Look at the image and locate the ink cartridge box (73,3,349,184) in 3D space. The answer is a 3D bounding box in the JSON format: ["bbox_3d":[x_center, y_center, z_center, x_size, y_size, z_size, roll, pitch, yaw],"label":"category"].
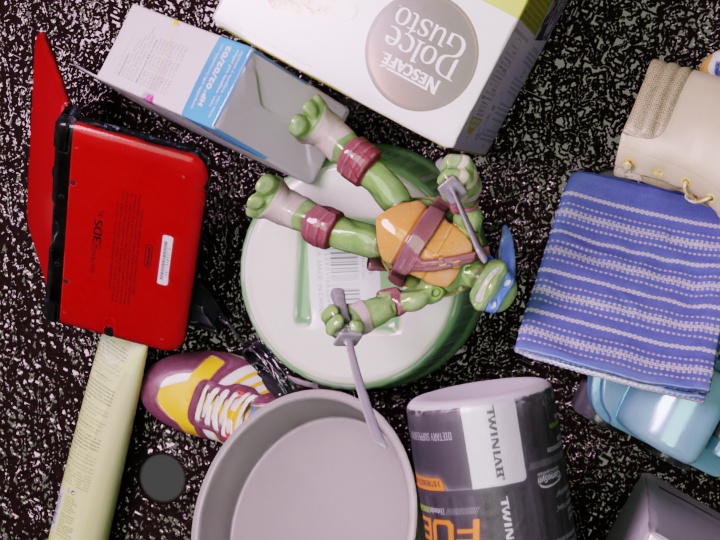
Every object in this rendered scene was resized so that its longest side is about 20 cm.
[{"bbox_3d":[-0.119,-0.142,1.159,0.199,0.115,0.068,26,89,44],"label":"ink cartridge box"}]

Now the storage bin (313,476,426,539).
[{"bbox_3d":[0.074,0.221,1.173,0.199,0.134,0.146,-32,87,12],"label":"storage bin"}]

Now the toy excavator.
[{"bbox_3d":[0.264,0.116,1.099,0.193,0.200,0.101,27,98,-6],"label":"toy excavator"}]

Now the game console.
[{"bbox_3d":[-0.197,-0.061,1.188,0.170,0.119,0.201,15,131,1],"label":"game console"}]

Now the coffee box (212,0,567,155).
[{"bbox_3d":[0.040,-0.217,1.117,0.198,0.200,0.199,29,99,8],"label":"coffee box"}]

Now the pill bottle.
[{"bbox_3d":[0.097,0.182,1.045,0.105,0.106,0.202,-9,92,11],"label":"pill bottle"}]

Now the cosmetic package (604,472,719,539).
[{"bbox_3d":[0.217,0.283,1.116,0.122,0.200,0.201,28,99,8],"label":"cosmetic package"}]

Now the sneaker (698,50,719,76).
[{"bbox_3d":[0.336,-0.089,1.133,0.088,0.075,0.201,-28,89,11],"label":"sneaker"}]

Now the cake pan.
[{"bbox_3d":[-0.036,0.190,1.108,0.199,0.037,0.202,-13,65,29],"label":"cake pan"}]

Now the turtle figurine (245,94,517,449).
[{"bbox_3d":[0.013,-0.027,1.034,0.193,0.200,0.145,34,135,14],"label":"turtle figurine"}]

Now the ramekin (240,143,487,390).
[{"bbox_3d":[0.000,0.000,1.190,0.198,0.098,0.203,1,94,11],"label":"ramekin"}]

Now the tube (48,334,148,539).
[{"bbox_3d":[-0.216,0.139,1.265,0.057,0.052,0.202,15,97,11],"label":"tube"}]

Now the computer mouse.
[{"bbox_3d":[-0.114,0.053,1.206,0.034,0.059,0.200,-39,55,-15],"label":"computer mouse"}]

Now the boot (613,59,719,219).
[{"bbox_3d":[0.256,-0.047,1.083,0.154,0.073,0.202,12,91,20],"label":"boot"}]

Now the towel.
[{"bbox_3d":[0.205,0.004,1.120,0.143,0.201,0.024,14,137,11],"label":"towel"}]

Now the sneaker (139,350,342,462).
[{"bbox_3d":[-0.092,0.113,1.220,0.198,0.090,0.076,10,96,10],"label":"sneaker"}]
